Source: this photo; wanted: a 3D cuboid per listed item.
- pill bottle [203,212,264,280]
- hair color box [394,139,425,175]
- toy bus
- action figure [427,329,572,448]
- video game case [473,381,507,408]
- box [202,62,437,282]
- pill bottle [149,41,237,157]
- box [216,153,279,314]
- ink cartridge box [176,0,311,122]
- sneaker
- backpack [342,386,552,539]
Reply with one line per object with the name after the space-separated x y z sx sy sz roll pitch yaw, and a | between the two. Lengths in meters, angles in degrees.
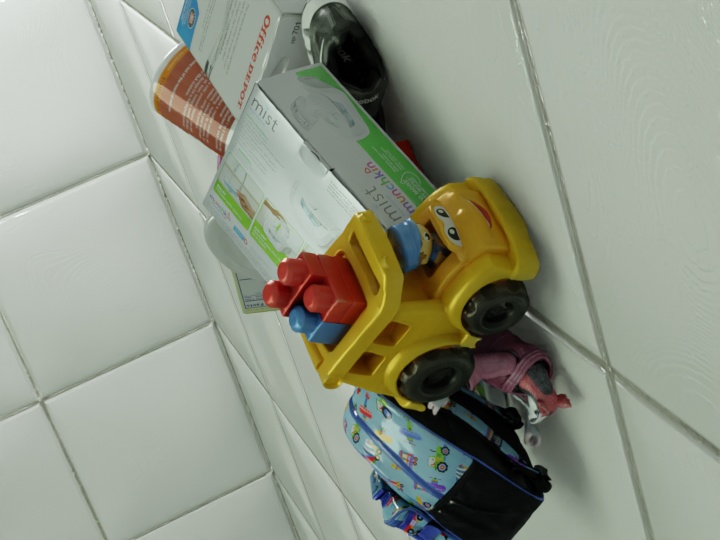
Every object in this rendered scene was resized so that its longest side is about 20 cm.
-0.095 -0.094 1.635 0.111 0.201 0.112 14 137 13 | pill bottle
-0.003 -0.040 1.464 0.200 0.061 0.102 -39 73 47 | hair color box
0.023 0.010 1.202 0.200 0.191 0.136 -51 45 31 | toy bus
0.128 0.074 1.316 0.134 0.150 0.200 20 -172 -47 | action figure
0.090 0.038 1.514 0.200 0.022 0.183 49 160 50 | video game case
-0.040 -0.065 1.368 0.200 0.096 0.177 49 135 19 | box
-0.163 -0.202 1.803 0.200 0.112 0.112 35 157 18 | pill bottle
-0.128 -0.075 1.905 0.201 0.096 0.177 80 -175 -46 | box
-0.111 -0.264 1.516 0.200 0.085 0.147 54 135 38 | ink cartridge box
-0.008 -0.174 1.417 0.091 0.066 0.201 -128 21 -56 | sneaker
0.065 0.176 1.378 0.199 0.135 0.183 32 -167 -15 | backpack
